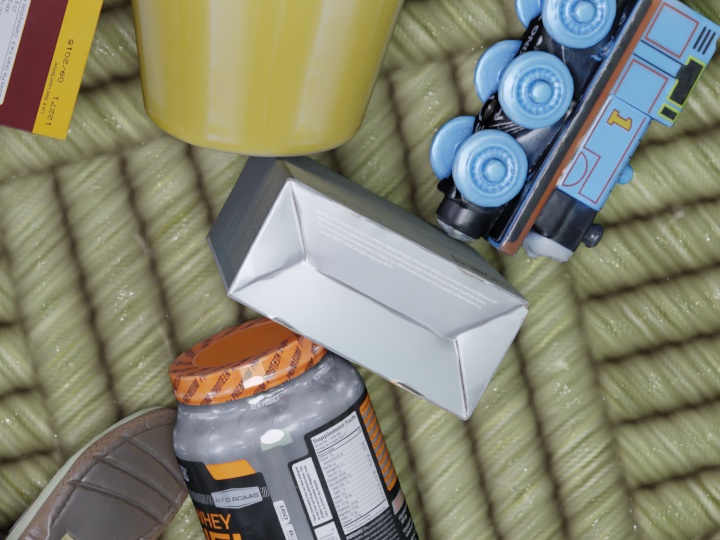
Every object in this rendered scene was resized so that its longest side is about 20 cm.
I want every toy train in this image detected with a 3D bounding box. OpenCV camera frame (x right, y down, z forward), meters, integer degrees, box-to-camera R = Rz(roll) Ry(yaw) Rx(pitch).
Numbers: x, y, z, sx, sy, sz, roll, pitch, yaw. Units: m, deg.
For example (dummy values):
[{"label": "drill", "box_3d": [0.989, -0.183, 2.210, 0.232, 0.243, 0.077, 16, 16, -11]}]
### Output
[{"label": "toy train", "box_3d": [0.125, -0.096, 1.699, 0.114, 0.087, 0.201, 28, 94, -16]}]

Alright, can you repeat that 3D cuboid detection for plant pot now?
[{"label": "plant pot", "box_3d": [-0.053, -0.174, 1.620, 0.199, 0.201, 0.190, 4, 113, -7]}]

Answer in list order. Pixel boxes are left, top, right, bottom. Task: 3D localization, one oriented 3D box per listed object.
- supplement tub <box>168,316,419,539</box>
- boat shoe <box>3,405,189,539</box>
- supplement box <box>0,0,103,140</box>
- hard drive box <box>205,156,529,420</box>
[{"label": "supplement tub", "box_3d": [-0.037, 0.134, 1.695, 0.122, 0.123, 0.201, -20, 103, -3]}, {"label": "boat shoe", "box_3d": [-0.180, 0.158, 1.714, 0.200, 0.076, 0.072, -44, 105, -21]}, {"label": "supplement box", "box_3d": [-0.262, -0.174, 1.565, 0.199, 0.197, 0.134, 13, 98, -24]}, {"label": "hard drive box", "box_3d": [0.000, 0.000, 1.641, 0.155, 0.200, 0.077, 28, 96, -9]}]
